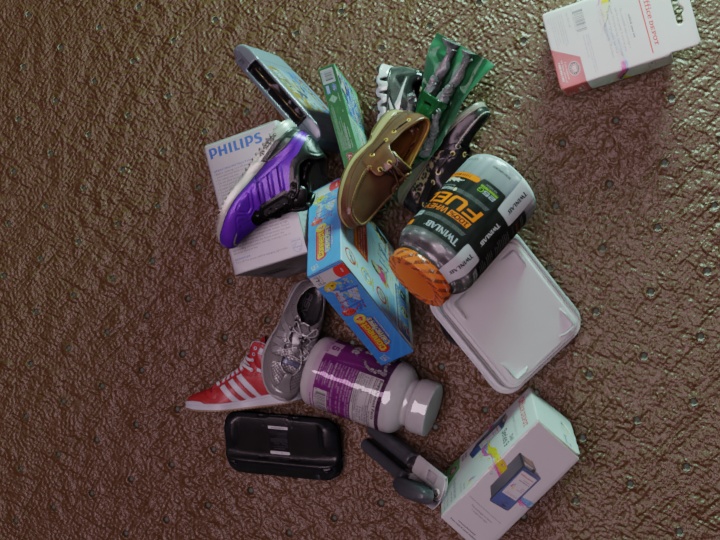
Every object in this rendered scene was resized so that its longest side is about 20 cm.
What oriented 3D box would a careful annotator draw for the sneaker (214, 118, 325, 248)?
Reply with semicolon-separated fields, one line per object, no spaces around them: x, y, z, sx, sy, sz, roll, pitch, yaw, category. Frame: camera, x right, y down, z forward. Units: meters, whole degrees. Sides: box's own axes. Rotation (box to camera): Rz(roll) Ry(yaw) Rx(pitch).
-0.119;-0.103;1.455;0.099;0.070;0.200;34;96;11;sneaker

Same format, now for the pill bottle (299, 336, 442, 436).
0.018;0.180;1.587;0.199;0.112;0.113;17;95;18;pill bottle

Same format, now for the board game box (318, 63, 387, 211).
-0.010;-0.195;1.579;0.029;0.135;0.201;-17;77;9;board game box

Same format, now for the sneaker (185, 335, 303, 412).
-0.190;0.166;1.680;0.199;0.071;0.113;-9;90;11;sneaker

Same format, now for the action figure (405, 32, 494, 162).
0.103;-0.235;1.528;0.118;0.055;0.200;39;112;38;action figure

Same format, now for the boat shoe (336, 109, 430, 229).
0.033;-0.145;1.458;0.067;0.072;0.200;6;58;44;boat shoe

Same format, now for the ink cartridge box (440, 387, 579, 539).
0.209;0.281;1.495;0.087;0.145;0.200;43;103;-6;ink cartridge box

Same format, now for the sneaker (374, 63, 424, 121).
0.068;-0.219;1.600;0.090;0.066;0.201;0;87;21;sneaker

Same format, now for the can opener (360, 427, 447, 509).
0.055;0.285;1.548;0.200;0.067;0.053;31;101;51;can opener

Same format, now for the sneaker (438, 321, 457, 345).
0.121;0.026;1.543;0.074;0.087;0.201;5;113;39;sneaker

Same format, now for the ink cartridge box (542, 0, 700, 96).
0.374;-0.337;1.497;0.199;0.067;0.117;-15;85;20;ink cartridge box

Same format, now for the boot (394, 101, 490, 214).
0.160;-0.135;1.563;0.151;0.073;0.200;45;106;15;boot

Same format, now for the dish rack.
0.214;0.062;1.496;0.172;0.044;0.200;-41;101;-7;dish rack

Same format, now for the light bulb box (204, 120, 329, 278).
-0.124;-0.101;1.595;0.124;0.198;0.201;-16;83;15;light bulb box

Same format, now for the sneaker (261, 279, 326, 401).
-0.101;0.101;1.608;0.075;0.082;0.201;16;72;-13;sneaker

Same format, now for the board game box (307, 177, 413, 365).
0.000;0.000;1.509;0.056;0.200;0.196;-26;124;18;board game box

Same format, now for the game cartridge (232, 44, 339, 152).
-0.103;-0.267;1.624;0.042;0.133;0.200;-46;77;21;game cartridge

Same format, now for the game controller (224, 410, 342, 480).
-0.125;0.278;1.667;0.199;0.042;0.105;2;99;18;game controller

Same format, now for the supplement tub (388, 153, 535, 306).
0.137;-0.054;1.436;0.122;0.123;0.200;37;71;16;supplement tub
